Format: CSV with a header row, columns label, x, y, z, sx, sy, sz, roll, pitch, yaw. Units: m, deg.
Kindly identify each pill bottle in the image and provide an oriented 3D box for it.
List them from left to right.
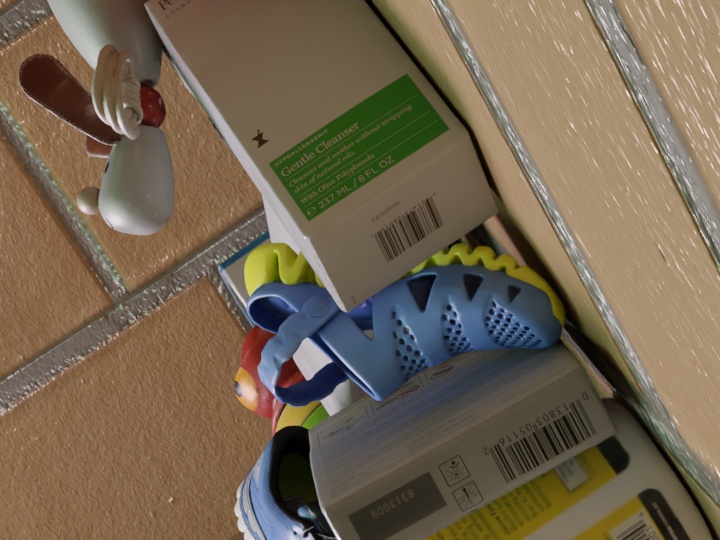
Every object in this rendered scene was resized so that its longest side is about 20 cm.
label,x,y,z,sx,sy,sz,roll,pitch,yaw
pill bottle,0.088,0.170,1.327,0.115,0.199,0.114,56,177,5

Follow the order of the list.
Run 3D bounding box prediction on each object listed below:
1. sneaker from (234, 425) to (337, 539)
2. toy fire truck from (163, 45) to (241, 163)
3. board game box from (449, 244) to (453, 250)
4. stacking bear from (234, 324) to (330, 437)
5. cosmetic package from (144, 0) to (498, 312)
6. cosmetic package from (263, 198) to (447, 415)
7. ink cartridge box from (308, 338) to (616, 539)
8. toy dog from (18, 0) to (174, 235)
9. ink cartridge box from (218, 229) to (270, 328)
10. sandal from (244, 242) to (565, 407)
label,x,y,z,sx,sy,sz,roll,pitch,yaw
sneaker,-0.014,0.177,1.420,0.201,0.078,0.089,56,151,30
toy fire truck,-0.081,-0.172,1.468,0.177,0.128,0.200,56,-173,8
board game box,0.036,-0.035,1.660,0.201,0.032,0.120,59,173,-30
stacking bear,-0.014,0.106,1.595,0.200,0.113,0.122,50,153,33
cosmetic package,-0.023,-0.089,1.311,0.200,0.107,0.085,53,175,33
cosmetic package,0.000,0.000,1.474,0.108,0.084,0.201,-125,20,-44
ink cartridge box,0.050,0.090,1.351,0.048,0.159,0.200,60,-179,-9
toy dog,-0.160,-0.122,1.366,0.132,0.095,0.201,66,-161,-52
ink cartridge box,-0.017,0.013,1.859,0.086,0.146,0.200,54,176,14
sandal,0.020,0.036,1.328,0.080,0.198,0.088,51,-135,-47
